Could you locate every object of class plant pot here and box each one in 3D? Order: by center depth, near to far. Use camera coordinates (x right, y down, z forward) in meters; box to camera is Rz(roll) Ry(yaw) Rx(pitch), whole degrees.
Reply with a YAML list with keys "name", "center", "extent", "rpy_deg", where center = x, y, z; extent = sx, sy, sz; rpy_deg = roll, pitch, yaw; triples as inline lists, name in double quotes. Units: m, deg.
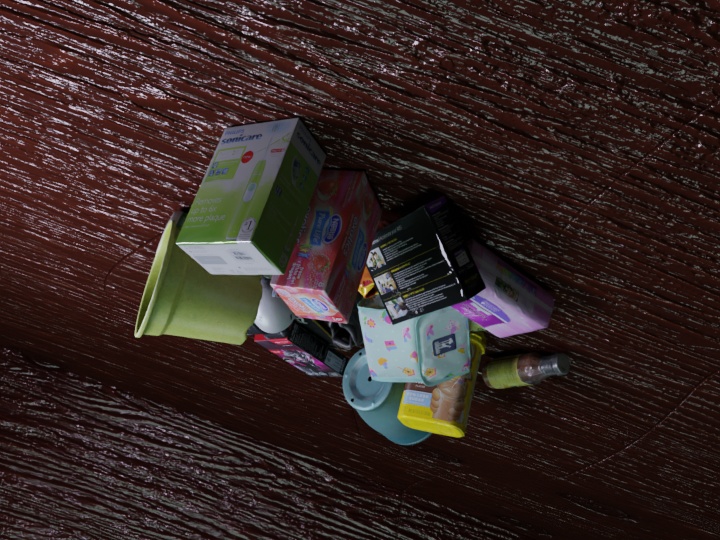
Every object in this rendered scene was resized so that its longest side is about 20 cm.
- name: "plant pot"
  center: [-0.272, 0.040, 1.190]
  extent: [0.180, 0.206, 0.200]
  rpy_deg: [18, 156, -21]
- name: "plant pot"
  center: [0.064, 0.255, 1.488]
  extent: [0.195, 0.206, 0.187]
  rpy_deg: [-1, 157, 36]

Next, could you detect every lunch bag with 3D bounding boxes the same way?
- name: "lunch bag"
  center: [0.107, 0.113, 1.260]
  extent: [0.194, 0.123, 0.175]
  rpy_deg: [3, 121, 21]

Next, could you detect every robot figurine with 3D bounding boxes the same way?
- name: "robot figurine"
  center: [-0.220, 0.071, 1.450]
  extent: [0.196, 0.129, 0.148]
  rpy_deg: [-6, 163, 42]

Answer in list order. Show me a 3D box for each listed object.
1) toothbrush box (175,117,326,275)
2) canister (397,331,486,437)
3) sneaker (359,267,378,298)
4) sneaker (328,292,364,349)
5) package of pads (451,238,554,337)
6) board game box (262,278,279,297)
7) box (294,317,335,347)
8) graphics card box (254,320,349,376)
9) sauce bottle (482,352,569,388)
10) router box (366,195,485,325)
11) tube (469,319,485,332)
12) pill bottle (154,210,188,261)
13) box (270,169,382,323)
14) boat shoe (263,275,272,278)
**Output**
- name: "toothbrush box"
  center: [-0.151, -0.103, 0.967]
  extent: [0.142, 0.205, 0.086]
  rpy_deg: [1, 150, 33]
- name: "canister"
  center: [0.162, 0.216, 1.371]
  extent: [0.144, 0.205, 0.087]
  rpy_deg: [4, 153, 27]
- name: "sneaker"
  center: [0.000, 0.000, 1.202]
  extent: [0.195, 0.078, 0.073]
  rpy_deg: [22, 158, 20]
- name: "sneaker"
  center: [0.000, 0.127, 1.415]
  extent: [0.075, 0.117, 0.199]
  rpy_deg: [-1, 150, 39]
- name: "package of pads"
  center: [0.210, 0.036, 1.134]
  extent: [0.197, 0.077, 0.120]
  rpy_deg: [31, 151, -23]
- name: "board game box"
  center: [-0.095, 0.039, 1.286]
  extent: [0.154, 0.040, 0.199]
  rpy_deg: [2, -179, -25]
- name: "box"
  center: [-0.151, 0.117, 1.576]
  extent: [0.195, 0.050, 0.160]
  rpy_deg: [0, 147, 34]
- name: "graphics card box"
  center: [-0.134, 0.182, 1.578]
  extent: [0.123, 0.052, 0.199]
  rpy_deg: [-8, 145, 43]
- name: "sauce bottle"
  center: [0.332, 0.200, 1.384]
  extent: [0.065, 0.068, 0.198]
  rpy_deg: [30, 154, -24]
- name: "router box"
  center: [0.088, -0.009, 1.068]
  extent: [0.198, 0.050, 0.153]
  rpy_deg: [-24, 91, 55]
- name: "tube"
  center: [0.186, 0.094, 1.302]
  extent: [0.197, 0.054, 0.057]
  rpy_deg: [-14, 174, 43]
- name: "pill bottle"
  center: [-0.281, -0.024, 1.312]
  extent: [0.195, 0.115, 0.113]
  rpy_deg: [24, 154, -9]
- name: "box"
  center: [-0.045, -0.038, 1.020]
  extent: [0.092, 0.205, 0.103]
  rpy_deg: [6, 152, 24]
- name: "boat shoe"
  center: [-0.092, -0.023, 1.199]
  extent: [0.195, 0.062, 0.077]
  rpy_deg: [-3, 110, 33]
